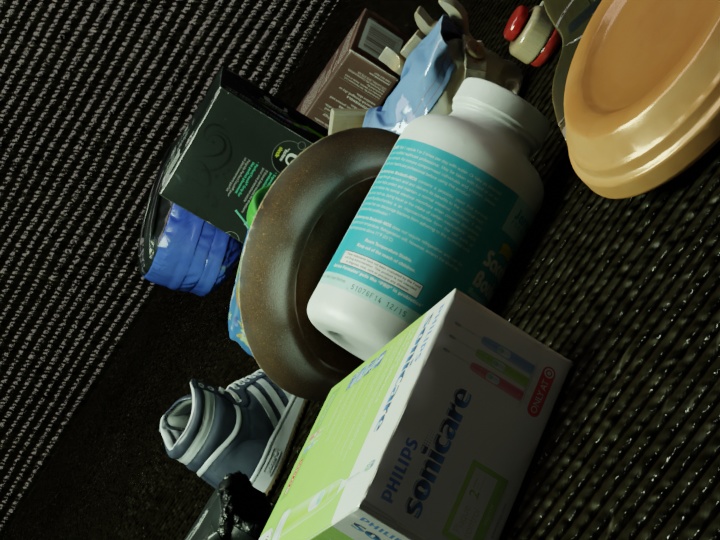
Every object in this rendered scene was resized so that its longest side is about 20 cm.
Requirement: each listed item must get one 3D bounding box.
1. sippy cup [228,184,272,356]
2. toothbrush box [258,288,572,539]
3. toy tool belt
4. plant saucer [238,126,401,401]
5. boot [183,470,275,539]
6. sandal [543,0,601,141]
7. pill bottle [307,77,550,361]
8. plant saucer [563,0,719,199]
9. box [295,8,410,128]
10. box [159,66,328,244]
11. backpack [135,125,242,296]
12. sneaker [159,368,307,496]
[{"bbox_3d":[-0.055,0.013,1.909,0.177,0.139,0.131,-9,-50,-49],"label":"sippy cup"},{"bbox_3d":[0.023,0.120,1.251,0.146,0.086,0.200,-64,9,-29],"label":"toothbrush box"},{"bbox_3d":[0.066,-0.158,1.769,0.201,0.122,0.125,-54,11,28],"label":"toy tool belt"},{"bbox_3d":[0.000,0.000,1.530,0.032,0.200,0.201,21,79,46],"label":"plant saucer"},{"bbox_3d":[-0.133,0.238,1.759,0.163,0.073,0.198,-60,16,10],"label":"boot"},{"bbox_3d":[0.162,-0.141,1.389,0.082,0.054,0.201,-40,33,23],"label":"sandal"},{"bbox_3d":[0.054,-0.029,1.471,0.201,0.110,0.111,-61,9,-8],"label":"pill bottle"},{"bbox_3d":[0.181,-0.136,1.241,0.200,0.037,0.201,-48,23,27],"label":"plant saucer"},{"bbox_3d":[-0.023,-0.199,2.542,0.200,0.075,0.101,-51,13,37],"label":"box"},{"bbox_3d":[-0.081,-0.089,2.102,0.125,0.199,0.149,-59,10,10],"label":"box"},{"bbox_3d":[-0.192,-0.066,2.735,0.163,0.166,0.202,133,157,-77],"label":"backpack"},{"bbox_3d":[-0.109,0.117,1.896,0.070,0.108,0.201,-52,12,35],"label":"sneaker"}]
